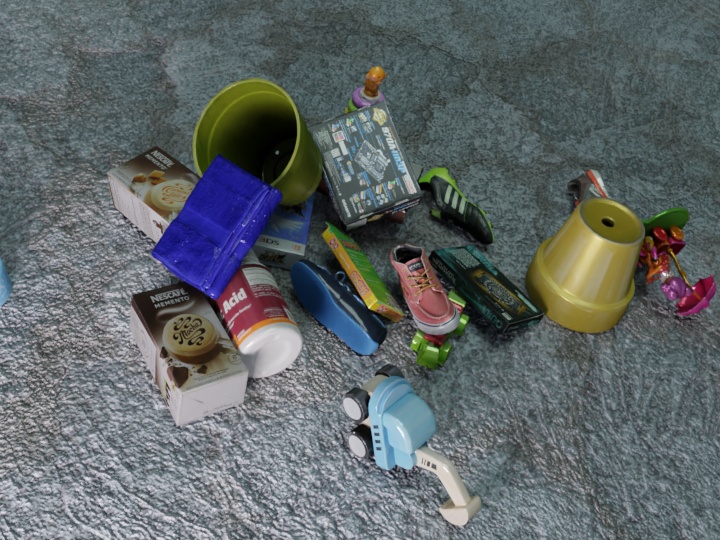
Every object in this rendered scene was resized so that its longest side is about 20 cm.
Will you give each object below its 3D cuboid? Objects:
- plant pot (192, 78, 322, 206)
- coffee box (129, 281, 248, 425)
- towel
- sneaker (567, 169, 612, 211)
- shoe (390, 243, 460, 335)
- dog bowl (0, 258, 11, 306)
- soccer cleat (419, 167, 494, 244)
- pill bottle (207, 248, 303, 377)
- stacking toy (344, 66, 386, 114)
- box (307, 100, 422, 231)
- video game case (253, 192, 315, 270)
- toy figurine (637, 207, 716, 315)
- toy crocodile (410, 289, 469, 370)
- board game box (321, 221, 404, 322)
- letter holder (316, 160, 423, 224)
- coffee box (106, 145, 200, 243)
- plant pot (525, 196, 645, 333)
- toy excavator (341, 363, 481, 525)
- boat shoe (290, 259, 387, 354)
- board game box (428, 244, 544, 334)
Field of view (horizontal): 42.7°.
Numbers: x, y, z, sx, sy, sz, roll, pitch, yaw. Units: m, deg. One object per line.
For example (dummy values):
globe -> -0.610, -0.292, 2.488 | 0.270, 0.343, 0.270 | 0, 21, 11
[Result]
plant pot -> -0.156, -0.197, 1.588 | 0.200, 0.202, 0.193 | 40, 4, 23
coffee box -> -0.265, 0.120, 1.402 | 0.111, 0.081, 0.201 | -16, 52, -30
towel -> -0.228, -0.073, 1.443 | 0.146, 0.050, 0.202 | 29, 80, 22
sneaker -> 0.486, -0.120, 1.911 | 0.080, 0.078, 0.202 | -18, 47, 3
shoe -> 0.103, 0.028, 1.556 | 0.070, 0.092, 0.200 | -25, 28, -6
dog bowl -> -0.639, 0.016, 1.409 | 0.196, 0.050, 0.113 | -7, 48, -25
soccer cleat -> 0.184, -0.117, 1.803 | 0.080, 0.068, 0.201 | -30, 63, -15
pill bottle -> -0.178, 0.059, 1.466 | 0.112, 0.116, 0.202 | -11, 50, -26
stacking toy -> 0.012, -0.325, 1.852 | 0.114, 0.202, 0.111 | -6, 47, -22
box -> 0.006, -0.193, 1.690 | 0.156, 0.046, 0.204 | -20, 77, -9
video game case -> -0.179, -0.098, 1.677 | 0.177, 0.046, 0.202 | 13, 43, -6
toy figurine -> 0.595, -0.002, 1.762 | 0.197, 0.151, 0.186 | -2, 54, -37
toy crocodile -> 0.140, 0.097, 1.568 | 0.067, 0.062, 0.201 | 27, 44, 10
board game box -> 0.000, 0.000, 1.611 | 0.095, 0.030, 0.202 | 30, 24, -53
letter holder -> 0.007, -0.169, 1.782 | 0.196, 0.142, 0.102 | 22, 74, 2
coffee box -> -0.334, -0.120, 1.588 | 0.113, 0.081, 0.199 | -32, 50, -30
plant pot -> 0.424, -0.023, 1.689 | 0.196, 0.191, 0.203 | 8, 43, -8
toy excavator -> 0.080, 0.259, 1.346 | 0.198, 0.199, 0.099 | 16, 33, 43
boat shoe -> -0.038, 0.059, 1.553 | 0.201, 0.084, 0.068 | 49, 42, 8
board game box -> 0.227, 0.030, 1.661 | 0.134, 0.028, 0.200 | -7, 46, -50
